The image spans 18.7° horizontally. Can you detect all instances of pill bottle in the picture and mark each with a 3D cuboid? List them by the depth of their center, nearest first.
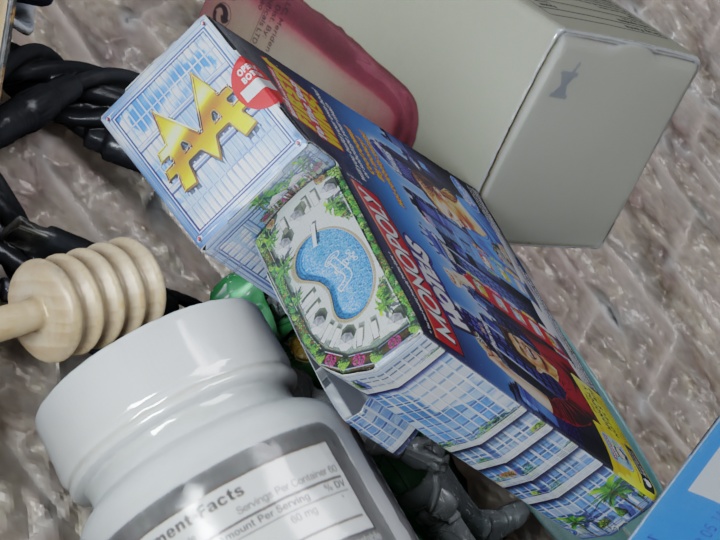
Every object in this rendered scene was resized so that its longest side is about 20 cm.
[{"bbox_3d":[-0.031,0.118,0.788,0.113,0.114,0.201,-6,60,-53],"label":"pill bottle"}]

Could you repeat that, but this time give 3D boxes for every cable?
[{"bbox_3d":[-0.101,-0.024,0.927,0.199,0.051,0.164,15,40,-39],"label":"cable"}]

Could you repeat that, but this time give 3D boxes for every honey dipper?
[{"bbox_3d":[-0.149,0.024,0.727,0.199,0.038,0.038,-15,68,-46],"label":"honey dipper"}]

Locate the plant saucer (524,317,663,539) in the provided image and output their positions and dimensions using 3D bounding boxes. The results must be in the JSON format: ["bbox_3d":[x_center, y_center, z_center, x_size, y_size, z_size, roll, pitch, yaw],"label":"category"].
[{"bbox_3d":[0.085,0.068,1.013,0.200,0.036,0.200,52,12,-16],"label":"plant saucer"}]

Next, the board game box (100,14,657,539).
[{"bbox_3d":[0.000,0.000,0.835,0.200,0.062,0.200,35,19,-39],"label":"board game box"}]

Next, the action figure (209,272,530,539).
[{"bbox_3d":[0.005,0.067,0.908,0.200,0.055,0.118,45,17,-33],"label":"action figure"}]

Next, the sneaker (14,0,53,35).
[{"bbox_3d":[-0.187,-0.133,0.880,0.108,0.070,0.200,28,28,9],"label":"sneaker"}]

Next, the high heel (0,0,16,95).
[{"bbox_3d":[-0.148,-0.041,0.783,0.071,0.143,0.201,8,49,-41],"label":"high heel"}]

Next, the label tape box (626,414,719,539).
[{"bbox_3d":[0.125,0.172,0.859,0.063,0.201,0.144,23,35,20],"label":"label tape box"}]

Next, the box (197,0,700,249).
[{"bbox_3d":[0.039,-0.108,1.056,0.200,0.109,0.128,39,22,33],"label":"box"}]
